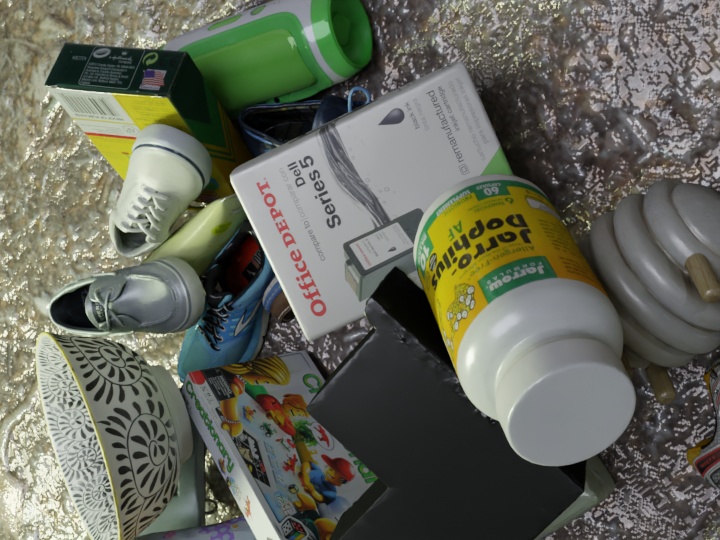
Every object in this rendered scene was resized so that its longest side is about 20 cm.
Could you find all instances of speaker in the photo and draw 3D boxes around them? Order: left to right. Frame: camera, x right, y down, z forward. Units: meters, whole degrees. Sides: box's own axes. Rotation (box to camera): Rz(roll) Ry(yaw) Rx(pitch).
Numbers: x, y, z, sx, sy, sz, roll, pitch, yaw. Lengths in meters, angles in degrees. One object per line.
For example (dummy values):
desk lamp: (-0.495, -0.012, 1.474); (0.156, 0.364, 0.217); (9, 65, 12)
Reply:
speaker: (-0.090, -0.191, 1.024); (0.198, 0.088, 0.090); (-11, 86, 30)

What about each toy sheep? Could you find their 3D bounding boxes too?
toy sheep: (0.219, 0.005, 0.821); (0.200, 0.137, 0.138); (-45, 71, 29)

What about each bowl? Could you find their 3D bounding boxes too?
bowl: (-0.205, 0.139, 0.994); (0.201, 0.093, 0.203); (40, 138, 48)

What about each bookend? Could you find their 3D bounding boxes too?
bookend: (0.029, 0.144, 0.848); (0.198, 0.092, 0.200); (41, 108, 0)

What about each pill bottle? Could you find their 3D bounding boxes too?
pill bottle: (0.109, 0.031, 0.766); (0.113, 0.112, 0.201); (-50, 31, 23)

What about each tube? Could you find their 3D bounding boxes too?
tube: (-0.150, -0.026, 1.056); (0.200, 0.052, 0.058); (-39, 34, 41)

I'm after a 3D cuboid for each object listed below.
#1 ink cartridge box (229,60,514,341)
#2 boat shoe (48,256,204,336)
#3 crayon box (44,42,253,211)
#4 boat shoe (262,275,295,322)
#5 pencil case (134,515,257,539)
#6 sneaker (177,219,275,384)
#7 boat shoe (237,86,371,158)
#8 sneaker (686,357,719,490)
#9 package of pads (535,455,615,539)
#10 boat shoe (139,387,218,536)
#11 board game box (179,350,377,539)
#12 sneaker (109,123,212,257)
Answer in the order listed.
ink cartridge box: (0.017, -0.055, 0.894); (0.198, 0.084, 0.147); (-25, 99, 5)
boat shoe: (-0.221, 0.034, 1.053); (0.200, 0.071, 0.071); (-7, 101, 47)
crayon box: (-0.179, -0.122, 1.032); (0.126, 0.200, 0.051); (8, 65, 21)
boat shoe: (0.000, 0.000, 0.985); (0.199, 0.072, 0.073); (-35, 79, 26)
pencil case: (-0.122, 0.260, 1.014); (0.198, 0.083, 0.092); (-14, 69, -4)
sneaker: (-0.125, 0.024, 1.050); (0.078, 0.090, 0.201); (38, 111, 24)
boat shoe: (-0.024, -0.111, 0.981); (0.198, 0.069, 0.085); (-2, 60, 30)
sneaker: (0.288, 0.069, 0.813); (0.082, 0.078, 0.202); (21, 103, 28)
package of pads: (0.089, 0.139, 0.942); (0.154, 0.068, 0.201); (-40, 72, 24)
boat shoe: (-0.177, 0.212, 1.098); (0.074, 0.086, 0.205); (2, 90, 7)
board game box: (-0.056, 0.160, 0.970); (0.201, 0.125, 0.035); (55, 135, 30)
sneaker: (-0.180, -0.062, 1.010); (0.072, 0.200, 0.071); (22, 67, -8)
